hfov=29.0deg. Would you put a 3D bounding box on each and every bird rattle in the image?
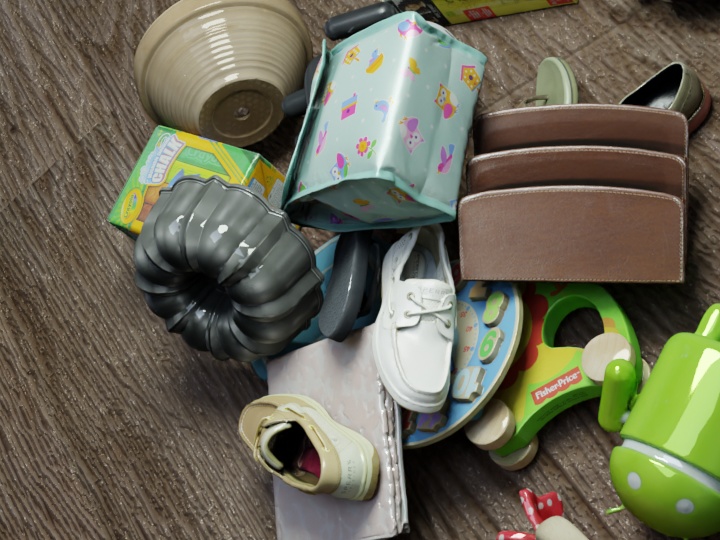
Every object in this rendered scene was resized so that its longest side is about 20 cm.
[{"bbox_3d":[0.192,0.254,1.140,0.112,0.163,0.201,-27,64,-6],"label":"bird rattle"}]

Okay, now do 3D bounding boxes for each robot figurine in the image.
[{"bbox_3d":[0.284,0.133,1.160,0.175,0.116,0.201,25,82,28],"label":"robot figurine"},{"bbox_3d":[0.019,-0.183,1.453,0.199,0.150,0.125,-16,48,23],"label":"robot figurine"}]

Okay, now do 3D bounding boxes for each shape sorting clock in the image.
[{"bbox_3d":[0.069,0.074,1.304,0.199,0.039,0.201,-31,43,33],"label":"shape sorting clock"}]

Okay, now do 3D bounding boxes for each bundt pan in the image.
[{"bbox_3d":[-0.139,0.010,1.355,0.201,0.203,0.076,6,40,31],"label":"bundt pan"}]

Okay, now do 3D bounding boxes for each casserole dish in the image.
[{"bbox_3d":[-0.042,0.037,1.440,0.200,0.039,0.121,-38,54,10],"label":"casserole dish"}]

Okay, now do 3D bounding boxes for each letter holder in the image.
[{"bbox_3d":[0.193,-0.071,1.252,0.198,0.101,0.143,1,109,15],"label":"letter holder"}]

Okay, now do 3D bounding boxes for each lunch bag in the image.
[{"bbox_3d":[0.005,-0.129,1.297,0.199,0.122,0.172,-7,64,51],"label":"lunch bag"}]

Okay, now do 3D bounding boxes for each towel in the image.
[{"bbox_3d":[-0.025,0.164,1.314,0.191,0.032,0.202,-23,66,48],"label":"towel"}]

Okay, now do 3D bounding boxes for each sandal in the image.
[{"bbox_3d":[0.164,-0.121,1.365,0.080,0.057,0.202,152,137,-70],"label":"sandal"},{"bbox_3d":[0.000,-0.001,1.331,0.076,0.043,0.201,-59,10,30],"label":"sandal"}]

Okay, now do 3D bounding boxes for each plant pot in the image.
[{"bbox_3d":[-0.138,-0.199,1.501,0.200,0.201,0.093,-32,53,13],"label":"plant pot"}]

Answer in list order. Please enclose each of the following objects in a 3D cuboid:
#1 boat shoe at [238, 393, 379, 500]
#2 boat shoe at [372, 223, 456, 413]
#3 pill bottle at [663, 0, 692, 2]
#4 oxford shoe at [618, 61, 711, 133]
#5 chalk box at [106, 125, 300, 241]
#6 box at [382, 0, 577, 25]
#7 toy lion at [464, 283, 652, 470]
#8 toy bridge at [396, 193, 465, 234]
[{"bbox_3d":[-0.063,0.158,1.284,0.199,0.066,0.075,13,95,53],"label":"boat shoe"},{"bbox_3d":[0.053,0.033,1.249,0.069,0.070,0.201,119,157,-44],"label":"boat shoe"},{"bbox_3d":[0.346,-0.318,1.339,0.199,0.112,0.113,3,69,31],"label":"pill bottle"},{"bbox_3d":[0.243,-0.122,1.328,0.200,0.075,0.070,-47,54,4],"label":"oxford shoe"},{"bbox_3d":[-0.179,-0.069,1.513,0.199,0.124,0.125,17,76,34],"label":"chalk box"},{"bbox_3d":[0.128,-0.306,1.483,0.199,0.075,0.050,-5,67,26],"label":"box"},{"bbox_3d":[0.153,0.072,1.301,0.199,0.069,0.193,-31,48,18],"label":"toy lion"},{"bbox_3d":[0.052,-0.070,1.424,0.199,0.027,0.068,6,93,35],"label":"toy bridge"}]
